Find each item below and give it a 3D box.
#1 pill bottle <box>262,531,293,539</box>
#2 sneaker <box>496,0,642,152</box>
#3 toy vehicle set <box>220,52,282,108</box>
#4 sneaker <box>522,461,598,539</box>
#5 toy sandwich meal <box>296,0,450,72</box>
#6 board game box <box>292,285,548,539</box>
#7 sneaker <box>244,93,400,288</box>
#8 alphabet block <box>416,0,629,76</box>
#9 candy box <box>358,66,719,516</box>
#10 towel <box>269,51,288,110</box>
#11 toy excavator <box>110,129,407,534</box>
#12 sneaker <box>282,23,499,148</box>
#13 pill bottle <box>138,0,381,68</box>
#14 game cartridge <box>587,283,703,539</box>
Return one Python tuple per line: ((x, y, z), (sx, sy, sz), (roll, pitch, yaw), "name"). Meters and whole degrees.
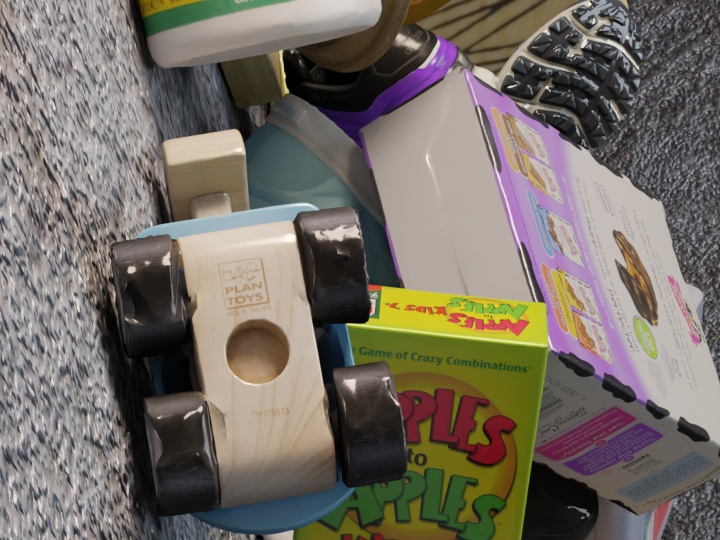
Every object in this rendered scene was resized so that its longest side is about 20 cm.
((0.024, 0.164, 1.465), (0.200, 0.111, 0.111), (72, 9, -46), "pill bottle")
((0.076, -0.078, 1.663), (0.078, 0.200, 0.086), (37, 1, -29), "sneaker")
((-0.081, -0.197, 1.577), (0.200, 0.026, 0.124), (70, 11, -51), "toy vehicle set")
((0.044, 0.086, 1.501), (0.079, 0.200, 0.075), (-31, -145, 57), "sneaker")
((-0.007, -0.191, 1.465), (0.205, 0.070, 0.205), (33, -51, 53), "toy sandwich meal")
((0.021, 0.109, 1.319), (0.048, 0.101, 0.200), (-84, -179, -67), "board game box")
((0.000, 0.000, 1.531), (0.200, 0.082, 0.074), (45, -7, -24), "sneaker")
((0.051, -0.227, 1.919), (0.200, 0.196, 0.195), (68, 3, -55), "alphabet block")
((0.099, 0.015, 1.489), (0.200, 0.072, 0.168), (30, 38, -50), "candy box")
((-0.038, -0.109, 1.818), (0.200, 0.023, 0.144), (51, 29, -75), "towel")
((-0.053, 0.019, 1.232), (0.200, 0.100, 0.195), (111, -31, -76), "toy excavator")
((-0.007, -0.092, 1.654), (0.200, 0.099, 0.070), (-37, -161, 55), "sneaker")
((-0.062, -0.201, 1.367), (0.113, 0.113, 0.200), (-24, 103, -83), "pill bottle")
((0.155, 0.101, 1.660), (0.200, 0.041, 0.133), (-63, 154, -49), "game cartridge")
